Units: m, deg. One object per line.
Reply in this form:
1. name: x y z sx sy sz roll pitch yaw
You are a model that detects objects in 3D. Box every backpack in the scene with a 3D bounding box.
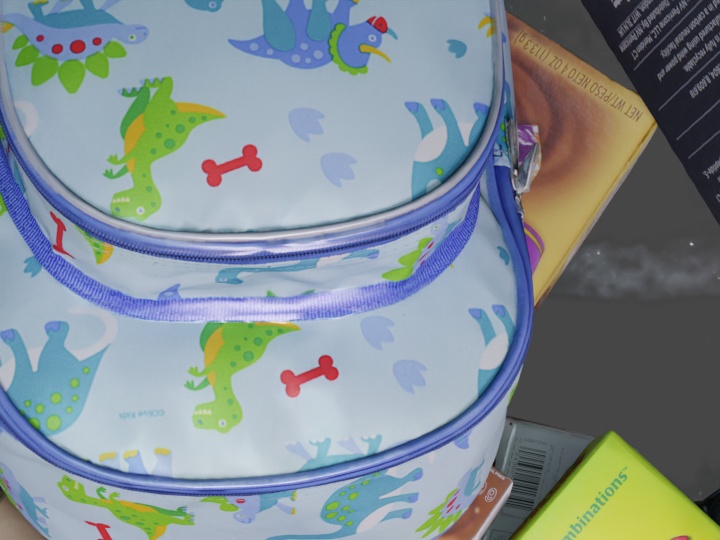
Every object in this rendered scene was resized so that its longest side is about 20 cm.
1. backpack: -0.038 -0.022 0.661 0.182 0.147 0.201 -4 65 -8

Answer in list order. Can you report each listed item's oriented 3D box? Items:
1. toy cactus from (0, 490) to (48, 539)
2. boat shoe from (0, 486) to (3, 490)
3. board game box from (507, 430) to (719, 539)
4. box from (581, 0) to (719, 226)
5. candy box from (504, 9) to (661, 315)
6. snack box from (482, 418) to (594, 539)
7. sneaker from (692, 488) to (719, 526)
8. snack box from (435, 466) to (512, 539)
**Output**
1. toy cactus: -0.070 0.139 0.748 0.102 0.200 0.165 -41 103 -24
2. boat shoe: -0.117 0.028 0.819 0.073 0.063 0.202 1 94 -26
3. board game box: 0.117 0.155 0.712 0.200 0.048 0.102 42 83 5
4. box: 0.189 -0.057 0.736 0.147 0.104 0.201 -28 84 -18
5. candy box: 0.000 0.000 0.781 0.116 0.056 0.200 33 79 7
6. snack box: 0.041 0.151 0.780 0.024 0.072 0.201 15 89 43
7. sneaker: 0.136 0.136 0.779 0.112 0.073 0.200 41 84 10
8. snack box: -0.054 0.041 0.722 0.199 0.024 0.072 33 65 9
